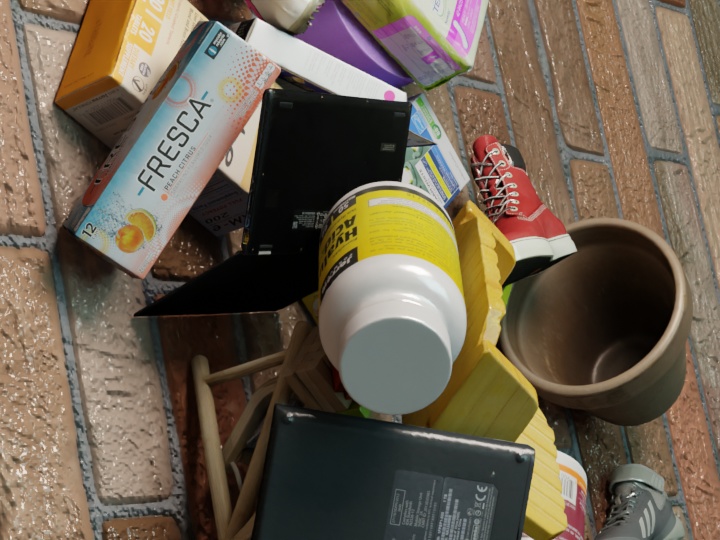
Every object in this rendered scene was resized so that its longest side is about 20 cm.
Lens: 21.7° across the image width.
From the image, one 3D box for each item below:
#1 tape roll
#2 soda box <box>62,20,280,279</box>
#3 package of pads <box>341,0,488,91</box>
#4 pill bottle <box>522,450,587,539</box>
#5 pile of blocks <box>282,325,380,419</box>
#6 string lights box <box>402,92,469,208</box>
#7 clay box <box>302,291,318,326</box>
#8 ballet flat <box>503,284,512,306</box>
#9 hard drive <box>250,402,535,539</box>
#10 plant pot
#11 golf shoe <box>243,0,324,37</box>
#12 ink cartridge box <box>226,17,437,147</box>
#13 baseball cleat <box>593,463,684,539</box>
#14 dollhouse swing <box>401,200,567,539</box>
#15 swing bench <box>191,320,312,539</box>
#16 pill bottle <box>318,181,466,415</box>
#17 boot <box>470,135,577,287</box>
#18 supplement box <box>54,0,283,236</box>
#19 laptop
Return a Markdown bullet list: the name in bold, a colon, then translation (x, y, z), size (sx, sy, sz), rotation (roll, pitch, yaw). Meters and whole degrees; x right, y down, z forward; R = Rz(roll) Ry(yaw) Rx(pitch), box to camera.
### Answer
- **tape roll**: translation (0.002, -0.272, 1.834), size (0.200, 0.065, 0.201), rotation (26, 54, -43)
- **soda box**: translation (-0.148, -0.095, 1.464), size (0.068, 0.064, 0.201), rotation (35, 85, -19)
- **package of pads**: translation (0.039, -0.286, 1.779), size (0.200, 0.068, 0.155), rotation (45, 42, -29)
- **pill bottle**: translation (0.148, 0.274, 1.732), size (0.114, 0.114, 0.201), rotation (37, 48, -37)
- **pile of blocks**: translation (0.012, 0.137, 1.451), size (0.082, 0.062, 0.201), rotation (-27, 100, -49)
- **string lights box**: translation (0.021, -0.075, 1.773), size (0.103, 0.059, 0.200), rotation (59, 38, -16)
- **clay box**: translation (0.000, 0.000, 1.664), size (0.201, 0.114, 0.048), rotation (59, 32, -16)
- **ballet flat**: translation (0.098, 0.057, 1.817), size (0.200, 0.066, 0.067), rotation (-50, 135, -53)
- **hard drive**: translation (0.021, 0.184, 1.401), size (0.199, 0.033, 0.141), rotation (10, 91, -7)
- **plant pot**: translation (0.260, 0.075, 1.927), size (0.175, 0.199, 0.201), rotation (52, 37, -50)
- **golf shoe**: translation (-0.093, -0.270, 1.658), size (0.092, 0.073, 0.200), rotation (25, 18, -33)
- **ink cartridge box**: translation (-0.028, -0.164, 1.671), size (0.199, 0.095, 0.037), rotation (27, 82, -20)
- **baseball cleat**: translation (0.270, 0.258, 1.948), size (0.200, 0.069, 0.107), rotation (4, 64, -61)
- **dollhouse swing**: translation (0.129, 0.090, 1.538), size (0.175, 0.182, 0.201), rotation (23, 32, -16)
- **swing bench**: translation (-0.036, 0.180, 1.525), size (0.199, 0.129, 0.201), rotation (31, 52, -41)
- **pill bottle**: translation (0.023, 0.022, 1.410), size (0.111, 0.111, 0.200), rotation (52, 15, -23)
- **boot**: translation (0.132, -0.061, 1.813), size (0.145, 0.072, 0.200), rotation (62, 21, 4)
- **supplement box**: translation (-0.148, -0.140, 1.573), size (0.200, 0.073, 0.127), rotation (40, 47, -35)
- **laptop**: translation (-0.069, -0.051, 1.533), size (0.187, 0.115, 0.201), rotation (-1, 102, -53)
